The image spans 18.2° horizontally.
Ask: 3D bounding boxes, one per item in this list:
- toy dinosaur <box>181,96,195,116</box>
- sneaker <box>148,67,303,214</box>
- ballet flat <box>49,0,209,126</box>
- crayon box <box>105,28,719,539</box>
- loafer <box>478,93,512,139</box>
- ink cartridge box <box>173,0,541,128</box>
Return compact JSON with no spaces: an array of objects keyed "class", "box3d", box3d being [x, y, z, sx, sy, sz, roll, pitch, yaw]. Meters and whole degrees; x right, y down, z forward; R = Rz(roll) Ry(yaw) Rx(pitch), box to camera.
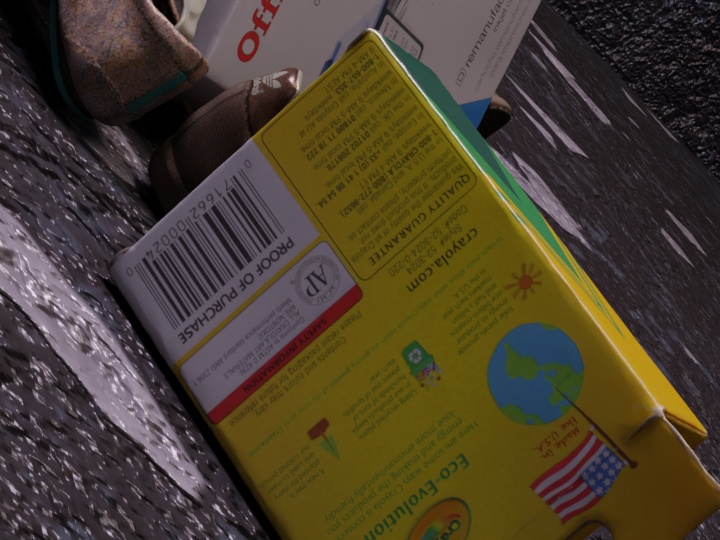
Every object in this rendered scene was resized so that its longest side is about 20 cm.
[{"class":"toy dinosaur","box3d":[0.000,0.000,0.999,0.200,0.058,0.101,28,5,-36]},{"class":"sneaker","box3d":[0.008,0.003,0.897,0.200,0.076,0.071,41,24,-23]},{"class":"ballet flat","box3d":[-0.093,-0.152,0.903,0.068,0.067,0.201,35,40,-62]},{"class":"crayon box","box3d":[0.019,0.038,0.726,0.200,0.127,0.051,56,14,26]},{"class":"loafer","box3d":[0.034,-0.108,1.367,0.068,0.076,0.200,58,14,14]},{"class":"ink cartridge box","box3d":[-0.016,-0.124,1.021,0.086,0.147,0.200,24,-5,35]}]
